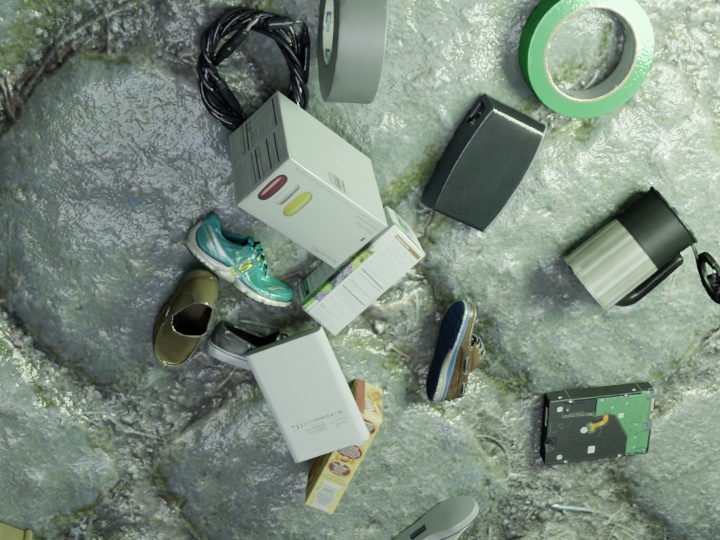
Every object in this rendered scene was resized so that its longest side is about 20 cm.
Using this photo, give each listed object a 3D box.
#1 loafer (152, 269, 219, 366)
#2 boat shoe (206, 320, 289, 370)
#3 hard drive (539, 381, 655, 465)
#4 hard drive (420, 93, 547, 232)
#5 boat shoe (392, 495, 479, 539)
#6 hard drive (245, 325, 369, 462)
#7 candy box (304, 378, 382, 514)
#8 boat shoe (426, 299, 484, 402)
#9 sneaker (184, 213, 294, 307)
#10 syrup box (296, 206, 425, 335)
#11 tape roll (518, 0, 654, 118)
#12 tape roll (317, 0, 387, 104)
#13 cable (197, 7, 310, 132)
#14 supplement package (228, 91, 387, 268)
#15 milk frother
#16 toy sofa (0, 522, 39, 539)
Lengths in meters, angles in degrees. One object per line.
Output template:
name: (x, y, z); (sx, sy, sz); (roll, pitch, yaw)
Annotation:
loafer: (-0.278, 0.085, 1.742); (0.076, 0.068, 0.200); (15, 128, -16)
boat shoe: (-0.147, 0.128, 1.808); (0.199, 0.070, 0.066); (19, 113, -11)
hard drive: (0.425, 0.274, 2.002); (0.199, 0.038, 0.140); (-5, 117, -7)
hard drive: (0.196, -0.160, 1.738); (0.134, 0.042, 0.200); (23, 110, -21)
boat shoe: (0.142, 0.487, 2.038); (0.200, 0.072, 0.066); (-39, 121, 10)
hard drive: (-0.084, 0.199, 1.774); (0.131, 0.026, 0.201); (-20, 106, 13)
candy box: (-0.028, 0.297, 1.880); (0.055, 0.116, 0.201); (24, 110, -9)
boat shoe: (0.167, 0.134, 1.871); (0.072, 0.072, 0.201); (4, 125, -18)
sneaker: (-0.177, -0.011, 1.728); (0.200, 0.078, 0.080); (37, 96, -24)
syrup box: (0.000, 0.000, 1.761); (0.200, 0.079, 0.081); (-43, 116, 11)
tape roll: (0.340, -0.331, 1.678); (0.199, 0.048, 0.201); (-5, 117, -9)
tape roll: (-0.014, -0.330, 1.525); (0.066, 0.200, 0.201); (1, 116, -9)
cable: (-0.155, -0.275, 1.610); (0.162, 0.051, 0.201); (1, 117, -13)
supplement package: (-0.077, -0.128, 1.608); (0.111, 0.156, 0.200); (-38, 130, 25)
milk frother: (0.464, 0.005, 1.785); (0.188, 0.200, 0.180); (-40, 120, 11)
toy sofa: (-0.623, 0.540, 1.911); (0.097, 0.083, 0.200); (28, 108, -21)
